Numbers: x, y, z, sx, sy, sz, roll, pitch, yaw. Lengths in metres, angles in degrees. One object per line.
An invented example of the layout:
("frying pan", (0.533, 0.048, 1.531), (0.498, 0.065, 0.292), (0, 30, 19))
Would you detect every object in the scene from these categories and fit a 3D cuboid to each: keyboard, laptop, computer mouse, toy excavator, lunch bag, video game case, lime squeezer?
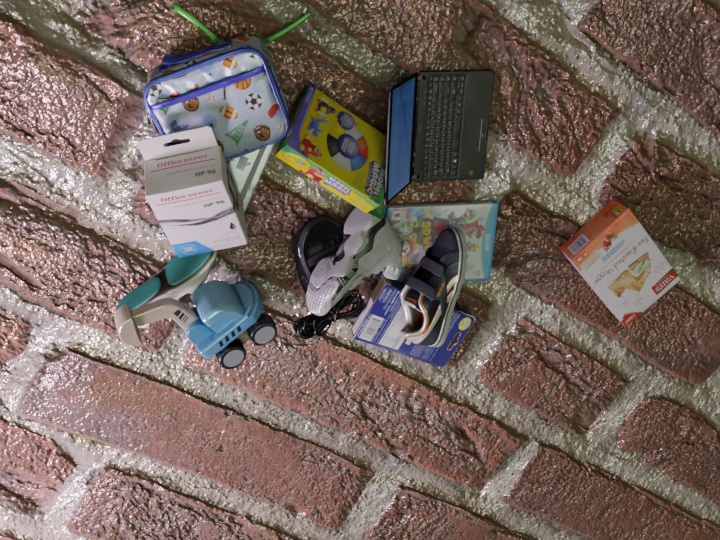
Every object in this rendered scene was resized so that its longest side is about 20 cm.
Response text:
("keyboard", (-0.176, -0.164, 1.246), (0.055, 0.011, 0.203), (21, 108, -17))
("laptop", (0.123, -0.208, 1.244), (0.195, 0.104, 0.181), (-4, 117, -12))
("computer mouse", (-0.068, 0.001, 1.319), (0.136, 0.052, 0.204), (-23, 120, -27))
("toy excavator", (-0.256, 0.071, 1.253), (0.193, 0.101, 0.200), (-37, 137, 3))
("lunch bag", (-0.207, -0.239, 1.143), (0.195, 0.076, 0.162), (-17, 128, 6))
("video game case", (0.135, -0.045, 1.373), (0.195, 0.018, 0.147), (-4, 115, -12))
("lime squeezer", (-0.168, -0.339, 1.155), (0.195, 0.038, 0.073), (-1, 85, -12))

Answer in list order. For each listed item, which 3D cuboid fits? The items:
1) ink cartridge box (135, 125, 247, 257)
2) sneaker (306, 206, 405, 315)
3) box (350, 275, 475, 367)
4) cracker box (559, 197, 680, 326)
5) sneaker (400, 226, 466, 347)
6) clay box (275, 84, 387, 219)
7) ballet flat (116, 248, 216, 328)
("ink cartridge box", (-0.241, -0.109, 1.165), (0.113, 0.069, 0.201), (-12, 148, 0))
("sneaker", (0.000, 0.000, 1.285), (0.115, 0.074, 0.203), (39, 77, -39))
("box", (0.094, 0.093, 1.413), (0.196, 0.033, 0.123), (21, 114, -25))
("cracker box", (0.469, -0.012, 1.449), (0.134, 0.058, 0.200), (-42, 118, 9))
("sneaker", (0.118, 0.026, 1.328), (0.078, 0.078, 0.205), (8, 97, -30))
("clay box", (-0.022, -0.175, 1.217), (0.197, 0.047, 0.117), (29, 62, -22))
("ballet flat", (-0.297, 0.026, 1.283), (0.198, 0.070, 0.070), (-35, 118, 9))
